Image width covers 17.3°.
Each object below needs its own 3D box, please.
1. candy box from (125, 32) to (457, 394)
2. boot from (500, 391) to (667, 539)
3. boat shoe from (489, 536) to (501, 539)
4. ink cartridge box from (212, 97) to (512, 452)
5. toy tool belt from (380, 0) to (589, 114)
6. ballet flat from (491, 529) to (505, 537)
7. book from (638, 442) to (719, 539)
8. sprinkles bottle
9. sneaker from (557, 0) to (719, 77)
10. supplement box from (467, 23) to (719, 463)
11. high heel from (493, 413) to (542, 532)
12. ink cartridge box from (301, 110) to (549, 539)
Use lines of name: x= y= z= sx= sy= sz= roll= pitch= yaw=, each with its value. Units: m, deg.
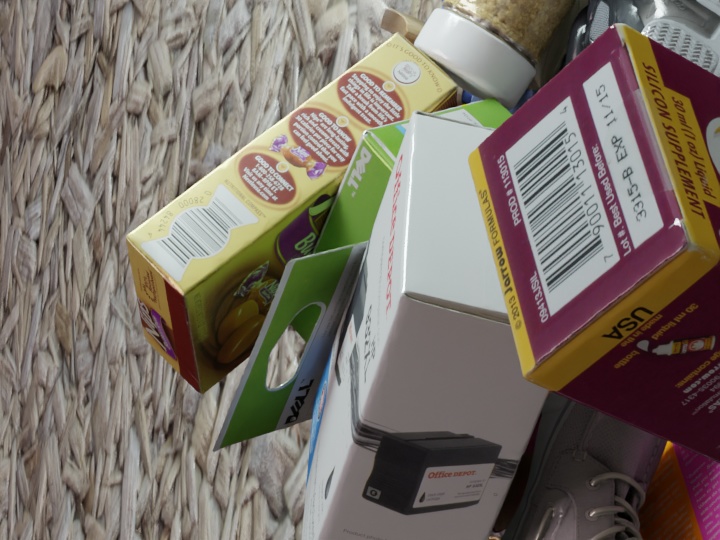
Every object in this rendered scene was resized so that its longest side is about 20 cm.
candy box: x=-0.034 y=-0.032 z=1.327 sx=0.056 sy=0.200 sz=0.117 roll=42 pitch=160 yaw=22
boot: x=0.119 y=0.125 z=1.127 sx=0.096 sy=0.073 sz=0.201 roll=30 pitch=99 yaw=59
boat shoe: x=0.070 y=0.187 z=1.345 sx=0.199 sy=0.066 sz=0.074 roll=-11 pitch=83 yaw=38
ink cartridge box: x=0.000 y=0.000 z=1.275 sx=0.076 sy=0.199 sz=0.148 roll=50 pitch=136 yaw=28
toy tool belt: x=0.062 y=-0.121 z=1.446 sx=0.125 sy=0.123 sz=0.201 roll=-35 pitch=-31 yaw=-60
ballet flat: x=0.063 y=0.172 z=1.459 sx=0.057 sy=0.066 sz=0.200 roll=-65 pitch=20 yaw=-11
book: x=0.166 y=0.127 z=1.149 sx=0.134 sy=0.048 sz=0.200 roll=-50 pitch=23 yaw=25
sprinkles bottle: x=0.109 y=-0.191 z=1.333 sx=0.200 sy=0.068 sz=0.068 roll=-58 pitch=22 yaw=-2
sneaker: x=0.161 y=-0.098 z=1.274 sx=0.201 sy=0.075 sz=0.114 roll=-97 pitch=22 yaw=-44
supplement box: x=0.160 y=0.002 z=1.038 sx=0.103 sy=0.200 sz=0.131 roll=-41 pitch=44 yaw=30
high heel: x=0.096 y=0.101 z=1.273 sx=0.200 sy=0.067 sz=0.097 roll=-179 pitch=70 yaw=-78
ink cartridge box: x=0.035 y=0.048 z=1.139 sx=0.145 sy=0.083 sz=0.201 roll=-85 pitch=11 yaw=-51
